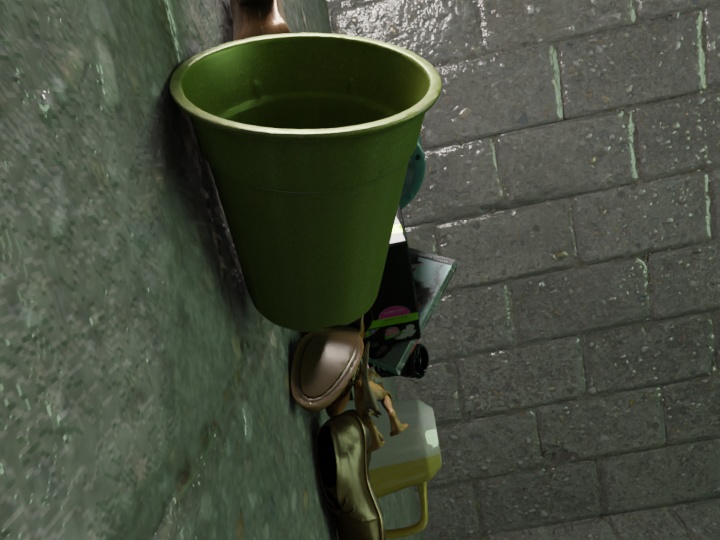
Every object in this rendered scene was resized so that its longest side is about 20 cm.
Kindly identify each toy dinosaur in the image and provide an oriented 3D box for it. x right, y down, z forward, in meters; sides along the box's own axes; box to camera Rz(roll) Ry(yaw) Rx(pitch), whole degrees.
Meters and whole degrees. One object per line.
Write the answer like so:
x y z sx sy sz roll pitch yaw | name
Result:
0.010 0.151 0.691 0.109 0.059 0.200 62 -5 9 | toy dinosaur

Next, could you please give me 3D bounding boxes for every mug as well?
0.048 0.283 0.903 0.150 0.147 0.193 -90 169 -71 | mug

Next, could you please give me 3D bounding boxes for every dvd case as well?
0.050 0.052 0.930 0.203 0.143 0.022 -56 140 -21 | dvd case

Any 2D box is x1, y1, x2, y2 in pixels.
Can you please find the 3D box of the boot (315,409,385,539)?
-0.019 0.280 0.710 0.075 0.072 0.208 1 79 -60 | boot

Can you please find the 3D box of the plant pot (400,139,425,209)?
0.009 -0.187 0.879 0.190 0.194 0.205 -116 -171 -49 | plant pot

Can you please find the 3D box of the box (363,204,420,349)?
0.000 0.000 0.826 0.204 0.143 0.127 76 4 -46 | box

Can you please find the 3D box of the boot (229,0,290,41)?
-0.106 -0.249 0.644 0.147 0.067 0.208 -113 -162 -74 | boot

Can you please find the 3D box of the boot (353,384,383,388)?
0.007 0.204 1.081 0.156 0.074 0.207 59 30 -59 | boot

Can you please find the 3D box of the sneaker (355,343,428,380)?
0.046 0.155 1.011 0.197 0.097 0.074 -1 91 -50 | sneaker

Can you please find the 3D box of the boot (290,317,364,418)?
-0.034 0.130 0.719 0.202 0.071 0.159 -64 166 -51 | boot

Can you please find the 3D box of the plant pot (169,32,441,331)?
-0.039 -0.063 0.478 0.203 0.192 0.195 -95 -176 -53 | plant pot
